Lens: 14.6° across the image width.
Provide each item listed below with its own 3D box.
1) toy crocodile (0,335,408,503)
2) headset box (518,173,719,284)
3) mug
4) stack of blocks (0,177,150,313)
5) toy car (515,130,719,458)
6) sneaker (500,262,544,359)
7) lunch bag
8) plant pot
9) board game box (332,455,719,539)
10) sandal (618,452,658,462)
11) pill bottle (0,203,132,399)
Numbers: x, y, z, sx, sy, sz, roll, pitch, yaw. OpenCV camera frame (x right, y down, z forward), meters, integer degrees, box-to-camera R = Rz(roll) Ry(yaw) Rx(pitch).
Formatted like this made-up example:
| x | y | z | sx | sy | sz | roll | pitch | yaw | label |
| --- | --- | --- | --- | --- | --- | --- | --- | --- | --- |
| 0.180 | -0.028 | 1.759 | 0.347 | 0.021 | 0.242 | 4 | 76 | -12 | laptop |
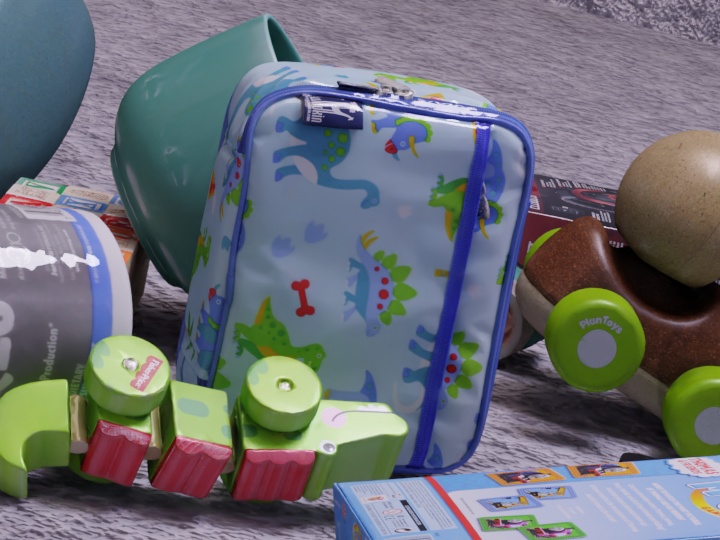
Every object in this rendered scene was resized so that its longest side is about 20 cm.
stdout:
| x | y | z | sx | sy | sz | roll | pitch | yaw | label |
| --- | --- | --- | --- | --- | --- | --- | --- | --- | --- |
| -0.075 | 0.079 | 1.308 | 0.200 | 0.068 | 0.062 | 8 | 44 | -19 | toy crocodile |
| 0.167 | -0.008 | 1.886 | 0.200 | 0.075 | 0.149 | 11 | 12 | -4 | headset box |
| -0.065 | -0.038 | 1.589 | 0.114 | 0.185 | 0.152 | -24 | 2 | 7 | mug |
| -0.183 | -0.003 | 1.578 | 0.115 | 0.059 | 0.200 | 12 | 12 | 0 | stack of blocks |
| 0.200 | -0.017 | 1.605 | 0.158 | 0.200 | 0.164 | 33 | 12 | -11 | toy car |
| 0.034 | 0.000 | 1.756 | 0.200 | 0.071 | 0.080 | 27 | 18 | 26 | sneaker |
| 0.000 | 0.000 | 1.409 | 0.161 | 0.200 | 0.082 | 9 | 13 | -16 | lunch bag |
| -0.266 | -0.097 | 1.698 | 0.200 | 0.200 | 0.135 | 10 | 50 | -8 | plant pot |
| 0.097 | 0.117 | 1.235 | 0.200 | 0.037 | 0.151 | -4 | 9 | -8 | board game box |
| 0.219 | 0.123 | 1.425 | 0.200 | 0.045 | 0.075 | 22 | 16 | 39 | sandal |
| -0.218 | 0.021 | 1.316 | 0.200 | 0.114 | 0.114 | 3 | 15 | -33 | pill bottle |
